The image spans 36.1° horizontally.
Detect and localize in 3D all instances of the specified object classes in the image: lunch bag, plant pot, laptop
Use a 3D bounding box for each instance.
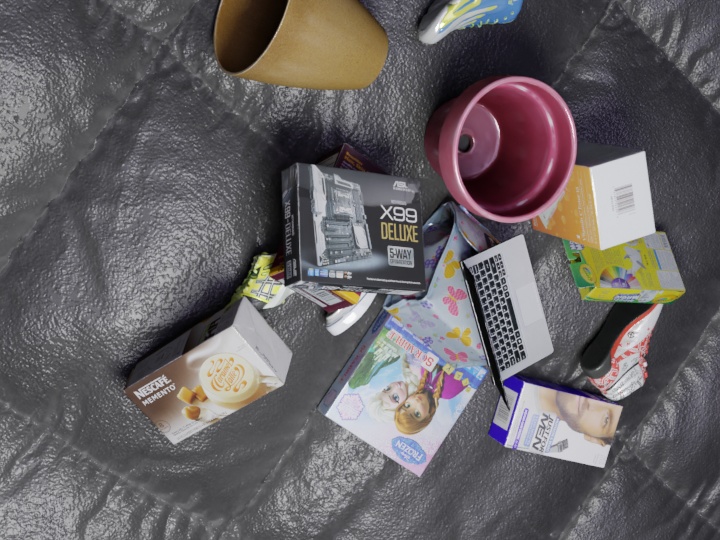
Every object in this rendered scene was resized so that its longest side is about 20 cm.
[{"bbox_3d":[0.154,0.016,1.644,0.169,0.127,0.201,42,57,-24],"label":"lunch bag"},{"bbox_3d":[0.183,-0.182,1.592,0.198,0.179,0.202,-5,103,-20],"label":"plant pot"},{"bbox_3d":[-0.065,-0.318,1.482,0.199,0.186,0.188,17,94,-36],"label":"plant pot"},{"bbox_3d":[0.216,0.066,1.544,0.199,0.115,0.189,-23,102,-32],"label":"laptop"}]

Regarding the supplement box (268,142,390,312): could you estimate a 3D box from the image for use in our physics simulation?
[{"bbox_3d":[-0.033,-0.059,1.546,0.110,0.085,0.202,32,65,-23],"label":"supplement box"}]

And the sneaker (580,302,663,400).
[{"bbox_3d":[0.450,0.119,1.823,0.202,0.067,0.108,-50,124,-12],"label":"sneaker"}]

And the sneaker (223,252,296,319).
[{"bbox_3d":[-0.141,0.020,1.571,0.200,0.075,0.077,-39,105,-21],"label":"sneaker"}]

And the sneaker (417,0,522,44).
[{"bbox_3d":[0.176,-0.381,1.607,0.200,0.076,0.105,-48,113,-8],"label":"sneaker"}]

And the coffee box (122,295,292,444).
[{"bbox_3d":[-0.208,0.137,1.507,0.199,0.080,0.115,-29,113,22],"label":"coffee box"}]

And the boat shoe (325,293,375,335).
[{"bbox_3d":[0.000,0.000,1.623,0.065,0.073,0.201,40,75,-19],"label":"boat shoe"}]

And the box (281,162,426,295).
[{"bbox_3d":[-0.008,-0.052,1.478,0.198,0.050,0.160,6,77,-32],"label":"box"}]

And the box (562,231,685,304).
[{"bbox_3d":[0.409,-0.008,1.754,0.198,0.048,0.118,5,57,-23],"label":"box"}]

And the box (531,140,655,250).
[{"bbox_3d":[0.338,-0.117,1.654,0.097,0.200,0.126,-17,106,-17],"label":"box"}]

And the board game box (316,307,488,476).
[{"bbox_3d":[0.067,0.182,1.694,0.199,0.041,0.200,35,87,-23],"label":"board game box"}]

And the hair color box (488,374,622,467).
[{"bbox_3d":[0.318,0.244,1.794,0.198,0.065,0.110,15,95,-25],"label":"hair color box"}]
